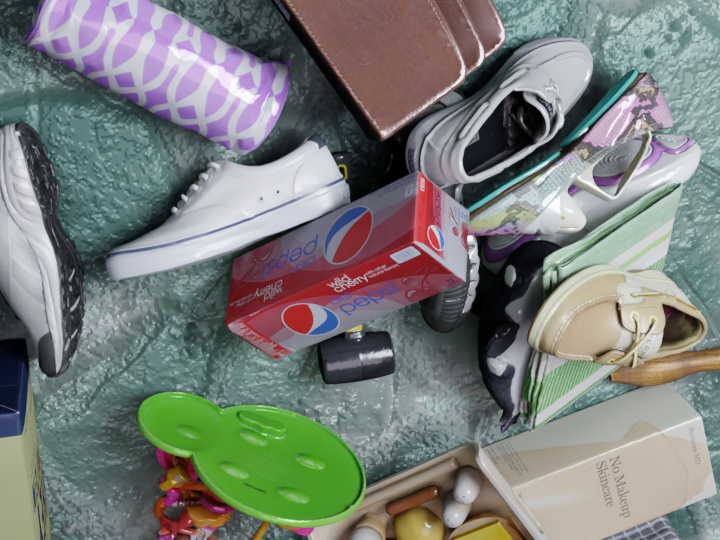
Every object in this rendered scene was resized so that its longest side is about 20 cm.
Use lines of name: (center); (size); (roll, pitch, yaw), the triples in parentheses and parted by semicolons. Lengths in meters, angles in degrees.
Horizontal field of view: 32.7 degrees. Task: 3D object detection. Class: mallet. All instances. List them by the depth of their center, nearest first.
mallet: (0.000, 0.000, 1.021); (0.066, 0.041, 0.200); (-1, 107, -11)

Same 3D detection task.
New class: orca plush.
orca plush: (0.125, 0.042, 1.029); (0.105, 0.071, 0.200); (-38, 147, -18)

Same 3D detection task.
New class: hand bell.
hand bell: (0.325, 0.081, 1.110); (0.200, 0.104, 0.104); (-10, 113, 4)

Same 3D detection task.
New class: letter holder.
letter holder: (0.010, -0.214, 0.874); (0.142, 0.101, 0.200); (-35, 97, 1)

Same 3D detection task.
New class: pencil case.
pencil case: (-0.144, -0.161, 0.900); (0.200, 0.084, 0.086); (26, 68, -23)

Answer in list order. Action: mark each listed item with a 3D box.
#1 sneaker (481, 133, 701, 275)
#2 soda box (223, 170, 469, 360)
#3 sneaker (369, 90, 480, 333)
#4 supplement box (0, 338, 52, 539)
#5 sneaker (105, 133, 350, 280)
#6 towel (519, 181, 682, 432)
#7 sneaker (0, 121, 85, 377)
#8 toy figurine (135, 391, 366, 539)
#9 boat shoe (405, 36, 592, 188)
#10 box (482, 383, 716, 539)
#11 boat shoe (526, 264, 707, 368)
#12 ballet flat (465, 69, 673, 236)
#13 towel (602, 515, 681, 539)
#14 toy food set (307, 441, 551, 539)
sneaker: (0.202, -0.042, 1.036); (0.200, 0.075, 0.100); (-33, 121, 10)
soda box: (-0.014, -0.001, 0.938); (0.200, 0.070, 0.063); (-24, 136, 35)
sneaker: (0.046, -0.041, 0.984); (0.090, 0.066, 0.200); (-15, 112, -35)
supplement box: (-0.351, 0.179, 0.954); (0.200, 0.134, 0.200); (-5, 112, -11)
sneaker: (-0.110, -0.050, 0.966); (0.200, 0.073, 0.071); (-21, 91, -5)
towel: (0.195, 0.033, 1.015); (0.152, 0.023, 0.200); (-30, 142, -27)
sneaker: (-0.263, -0.012, 0.942); (0.079, 0.074, 0.200); (-11, 107, 2)
toy figurine: (-0.117, 0.222, 1.043); (0.200, 0.150, 0.184); (22, 116, 3)
boat shoe: (0.123, -0.123, 0.943); (0.200, 0.066, 0.072); (-31, 118, -32)
box: (0.211, 0.185, 1.116); (0.200, 0.078, 0.095); (-21, 114, -4)
boat shoe: (0.207, 0.040, 0.953); (0.200, 0.066, 0.074); (-8, 129, -46)
ballet flat: (0.169, -0.075, 0.960); (0.200, 0.069, 0.071); (-39, 92, -9)
towel: (0.211, 0.287, 1.111); (0.200, 0.166, 0.086); (-23, 109, -3)
toy food set: (0.068, 0.245, 1.067); (0.200, 0.060, 0.144); (-29, 105, 33)
